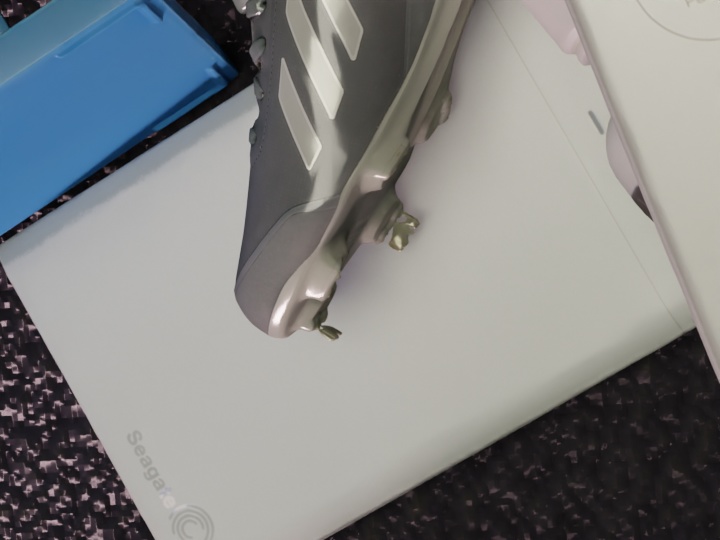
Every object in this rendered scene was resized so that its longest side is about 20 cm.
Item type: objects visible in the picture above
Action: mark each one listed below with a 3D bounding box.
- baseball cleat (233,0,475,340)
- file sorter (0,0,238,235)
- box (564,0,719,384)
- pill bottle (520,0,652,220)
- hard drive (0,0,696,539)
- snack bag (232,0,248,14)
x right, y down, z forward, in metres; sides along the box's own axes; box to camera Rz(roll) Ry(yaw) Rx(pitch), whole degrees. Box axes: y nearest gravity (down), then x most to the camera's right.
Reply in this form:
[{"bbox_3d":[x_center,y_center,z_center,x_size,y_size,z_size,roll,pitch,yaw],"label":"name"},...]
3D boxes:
[{"bbox_3d":[-0.012,-0.083,0.854,0.106,0.070,0.200,27,107,9],"label":"baseball cleat"},{"bbox_3d":[-0.161,-0.062,0.883,0.200,0.139,0.123,-34,80,3],"label":"file sorter"},{"bbox_3d":[0.134,-0.064,0.687,0.152,0.106,0.200,-20,100,15],"label":"box"},{"bbox_3d":[0.138,-0.031,0.819,0.111,0.111,0.200,-44,82,19],"label":"pill bottle"},{"bbox_3d":[0.000,0.000,0.917,0.200,0.026,0.132,-31,86,20],"label":"hard drive"},{"bbox_3d":[0.000,-0.180,0.842,0.188,0.021,0.200,-17,124,19],"label":"snack bag"}]
